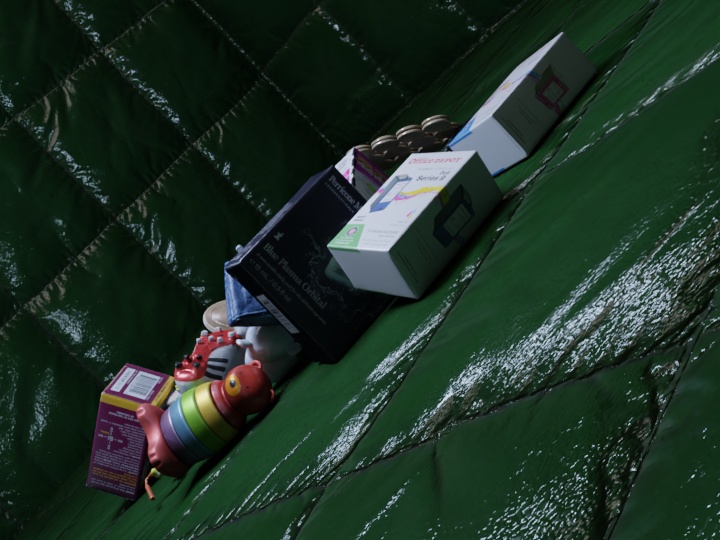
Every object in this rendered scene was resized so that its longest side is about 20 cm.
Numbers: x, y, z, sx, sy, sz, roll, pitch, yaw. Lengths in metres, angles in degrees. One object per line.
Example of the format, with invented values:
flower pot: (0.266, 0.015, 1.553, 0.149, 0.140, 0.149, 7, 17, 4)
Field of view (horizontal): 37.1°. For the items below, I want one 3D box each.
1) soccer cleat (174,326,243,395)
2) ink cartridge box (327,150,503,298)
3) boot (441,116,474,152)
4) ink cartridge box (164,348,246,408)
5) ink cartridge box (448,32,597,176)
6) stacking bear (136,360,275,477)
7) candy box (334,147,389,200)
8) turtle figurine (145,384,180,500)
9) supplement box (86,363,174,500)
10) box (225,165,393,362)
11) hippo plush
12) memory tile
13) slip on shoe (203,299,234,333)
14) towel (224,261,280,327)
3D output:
soccer cleat: (-0.247, 0.157, 1.762, 0.068, 0.086, 0.200, 2, 20, 16)
ink cartridge box: (0.074, -0.066, 1.441, 0.200, 0.088, 0.145, -46, 28, -23)
boot: (0.150, -0.179, 1.856, 0.200, 0.068, 0.131, -47, 2, -21)
ink cartridge box: (-0.249, 0.200, 1.906, 0.147, 0.083, 0.200, -51, 12, -31)
ink cartridge box: (0.243, -0.244, 1.610, 0.200, 0.085, 0.144, -48, 8, -24)
stacking bear: (-0.222, 0.215, 1.631, 0.199, 0.122, 0.114, -34, -35, 11)
candy box: (0.017, -0.101, 1.741, 0.061, 0.136, 0.201, -43, 20, 21)
turtle figurine: (-0.299, 0.281, 1.765, 0.200, 0.064, 0.163, -78, 4, -71)
supplement box: (-0.421, 0.295, 1.970, 0.131, 0.102, 0.202, -68, -7, -70)
box: (-0.053, -0.007, 1.540, 0.200, 0.197, 0.117, -47, 9, -15)
hippo plush: (-0.123, 0.088, 1.714, 0.162, 0.157, 0.201, -100, 15, -48)
memory tile: (0.085, -0.222, 1.879, 0.198, 0.017, 0.153, -19, -13, 24)
slip on shoe: (-0.188, 0.077, 1.902, 0.061, 0.198, 0.077, 71, -151, -55)
towel: (-0.109, 0.027, 1.646, 0.198, 0.113, 0.049, -5, -26, -12)
